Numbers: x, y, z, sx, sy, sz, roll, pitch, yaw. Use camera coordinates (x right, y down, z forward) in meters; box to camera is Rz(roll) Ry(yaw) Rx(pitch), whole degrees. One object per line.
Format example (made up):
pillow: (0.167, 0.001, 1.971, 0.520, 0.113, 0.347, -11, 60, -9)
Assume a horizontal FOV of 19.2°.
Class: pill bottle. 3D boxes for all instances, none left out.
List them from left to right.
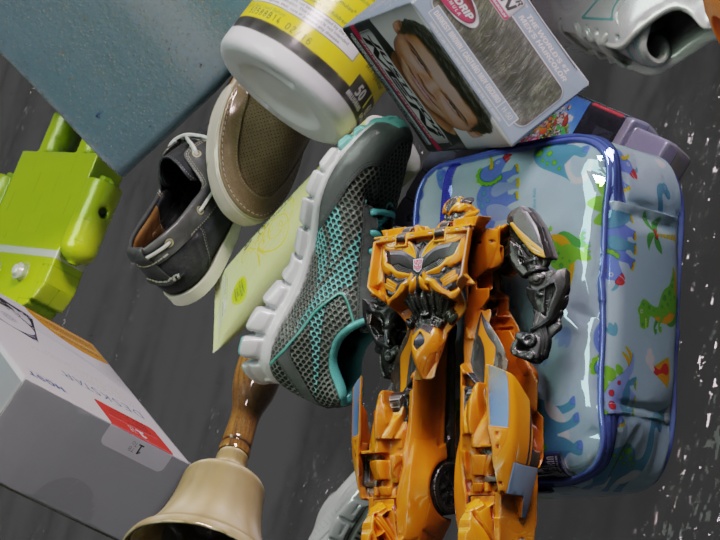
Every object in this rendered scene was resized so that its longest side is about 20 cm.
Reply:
pill bottle: (0.003, -0.196, 1.469, 0.201, 0.111, 0.111, -54, 35, -12)

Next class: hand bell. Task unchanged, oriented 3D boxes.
hand bell: (-0.080, 0.113, 1.409, 0.104, 0.104, 0.201, -22, 38, 39)

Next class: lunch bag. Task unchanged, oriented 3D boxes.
lunch bag: (0.099, 0.030, 1.208, 0.160, 0.082, 0.202, -4, 79, 45)

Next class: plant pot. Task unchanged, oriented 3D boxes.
plant pot: (-0.165, -0.236, 1.626, 0.199, 0.196, 0.196, -33, 30, 16)

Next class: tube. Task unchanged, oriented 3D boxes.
tube: (-0.041, -0.026, 1.471, 0.200, 0.058, 0.052, -43, 78, 29)

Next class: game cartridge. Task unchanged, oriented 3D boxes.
game cartridge: (0.107, -0.052, 1.328, 0.200, 0.038, 0.130, 31, 95, 54)

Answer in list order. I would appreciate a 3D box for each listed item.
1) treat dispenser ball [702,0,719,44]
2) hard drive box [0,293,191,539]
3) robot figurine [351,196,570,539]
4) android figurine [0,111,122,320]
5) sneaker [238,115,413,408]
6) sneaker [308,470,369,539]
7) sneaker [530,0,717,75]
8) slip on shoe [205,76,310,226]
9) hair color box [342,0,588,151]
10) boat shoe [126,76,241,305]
treat dispenser ball: (0.270, -0.163, 1.072, 0.200, 0.200, 0.202, -28, 46, 35)
hard drive box: (-0.234, 0.094, 1.524, 0.077, 0.155, 0.200, -54, 38, 5)
robot figurine: (0.048, 0.057, 1.152, 0.144, 0.058, 0.202, -9, 77, 43)
android figurine: (-0.261, -0.036, 1.741, 0.181, 0.041, 0.201, 8, 70, 51)
sneaker: (0.000, 0.000, 1.374, 0.091, 0.077, 0.201, 32, 109, 29)
sneaker: (-0.011, 0.190, 1.282, 0.201, 0.078, 0.099, -55, 9, 19)
sneaker: (0.158, -0.160, 1.311, 0.199, 0.070, 0.081, -12, 60, 44)
slip on shoe: (-0.051, -0.127, 1.533, 0.060, 0.076, 0.201, -10, 51, 49)
hair color box: (0.057, -0.128, 1.258, 0.061, 0.099, 0.200, -38, 9, -8)
boat shoe: (-0.112, -0.075, 1.562, 0.072, 0.068, 0.201, -14, 46, 48)
